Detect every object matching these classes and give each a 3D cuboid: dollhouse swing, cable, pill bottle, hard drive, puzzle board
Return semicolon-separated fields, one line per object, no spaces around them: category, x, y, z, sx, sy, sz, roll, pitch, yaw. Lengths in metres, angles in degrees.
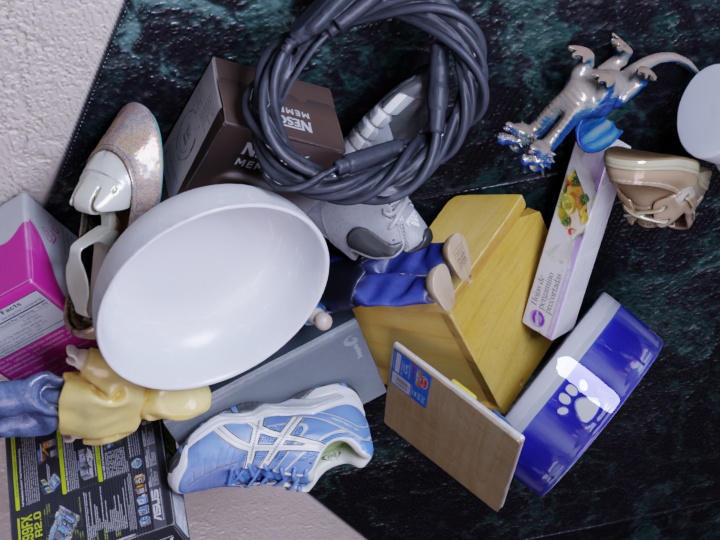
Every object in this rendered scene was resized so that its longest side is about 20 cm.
dollhouse swing;0.071;0.021;1.494;0.182;0.175;0.200;-54;143;-18
cable;0.003;-0.133;1.197;0.163;0.051;0.200;42;86;-14
pill bottle;0.379;-0.119;1.357;0.199;0.112;0.111;11;135;-31
hard drive;-0.080;0.117;1.454;0.199;0.033;0.140;-28;145;-4
puzzle board;0.088;0.151;1.495;0.017;0.150;0.200;-46;163;-21

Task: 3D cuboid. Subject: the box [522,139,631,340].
box;0.197;-0.031;1.418;0.041;0.039;0.201;-24;137;-43

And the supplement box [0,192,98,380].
supplement box;-0.269;0.039;1.358;0.103;0.102;0.200;-26;139;14

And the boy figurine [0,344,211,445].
boy figurine;-0.227;0.103;1.316;0.198;0.065;0.125;-7;140;-10

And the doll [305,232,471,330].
doll;0.000;0.000;1.379;0.199;0.137;0.049;-1;131;33

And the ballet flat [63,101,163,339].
ballet flat;-0.204;-0.035;1.250;0.067;0.068;0.202;-11;112;-53

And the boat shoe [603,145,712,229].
boat shoe;0.263;-0.068;1.357;0.071;0.065;0.200;13;-177;29

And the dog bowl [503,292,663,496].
dog bowl;0.209;0.123;1.529;0.079;0.200;0.201;38;130;7

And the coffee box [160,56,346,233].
coffee box;-0.110;-0.070;1.294;0.112;0.080;0.200;12;134;-27

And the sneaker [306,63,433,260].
sneaker;0.034;-0.078;1.299;0.116;0.075;0.200;45;131;-3

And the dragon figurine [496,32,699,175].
dragon figurine;0.198;-0.142;1.310;0.199;0.059;0.100;-21;151;-42

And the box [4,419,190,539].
box;-0.253;0.189;1.462;0.159;0.201;0.044;-20;141;5

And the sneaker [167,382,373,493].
sneaker;-0.080;0.165;1.416;0.199;0.077;0.076;-18;144;-18

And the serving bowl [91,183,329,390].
serving bowl;-0.127;0.003;1.245;0.199;0.066;0.201;-19;139;-17
